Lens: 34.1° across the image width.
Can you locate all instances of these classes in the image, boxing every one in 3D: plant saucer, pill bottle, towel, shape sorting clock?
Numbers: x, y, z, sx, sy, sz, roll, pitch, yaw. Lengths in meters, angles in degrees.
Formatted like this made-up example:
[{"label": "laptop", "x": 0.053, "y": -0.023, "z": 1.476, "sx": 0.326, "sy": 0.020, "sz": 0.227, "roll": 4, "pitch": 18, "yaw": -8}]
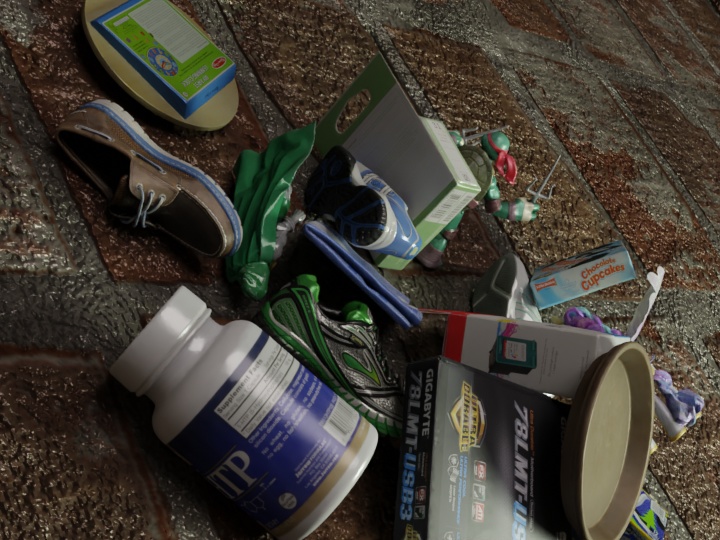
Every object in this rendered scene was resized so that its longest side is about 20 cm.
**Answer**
[{"label": "plant saucer", "x": 0.236, "y": 0.165, "z": 1.117, "sx": 0.200, "sy": 0.029, "sz": 0.202, "roll": -18, "pitch": 112, "yaw": -55}, {"label": "pill bottle", "x": -0.096, "y": 0.111, "z": 0.936, "sx": 0.200, "sy": 0.120, "sz": 0.120, "roll": 41, "pitch": 32, "yaw": -5}, {"label": "towel", "x": 0.000, "y": 0.000, "z": 1.170, "sx": 0.147, "sy": 0.024, "sz": 0.200, "roll": 42, "pitch": 1, "yaw": -2}, {"label": "shape sorting clock", "x": -0.213, "y": -0.230, "z": 1.260, "sx": 0.199, "sy": 0.039, "sz": 0.201, "roll": 31, "pitch": 34, "yaw": -23}]

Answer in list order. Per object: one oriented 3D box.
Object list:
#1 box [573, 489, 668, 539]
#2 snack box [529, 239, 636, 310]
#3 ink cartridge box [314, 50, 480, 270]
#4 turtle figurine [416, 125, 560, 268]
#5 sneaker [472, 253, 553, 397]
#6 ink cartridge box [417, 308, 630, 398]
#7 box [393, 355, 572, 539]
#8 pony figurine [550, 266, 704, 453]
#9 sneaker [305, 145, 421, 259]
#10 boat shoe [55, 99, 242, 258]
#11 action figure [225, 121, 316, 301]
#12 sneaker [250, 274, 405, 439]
[{"label": "box", "x": 0.222, "y": 0.220, "z": 1.217, "sx": 0.200, "sy": 0.070, "sz": 0.064, "roll": 43, "pitch": 33, "yaw": -3}, {"label": "snack box", "x": 0.265, "y": 0.003, "z": 1.406, "sx": 0.200, "sy": 0.116, "sz": 0.037, "roll": -25, "pitch": 96, "yaw": -79}, {"label": "ink cartridge box", "x": 0.034, "y": -0.123, "z": 1.320, "sx": 0.048, "sy": 0.146, "sz": 0.201, "roll": 6, "pitch": 48, "yaw": -44}, {"label": "turtle figurine", "x": 0.120, "y": -0.102, "z": 1.338, "sx": 0.100, "sy": 0.200, "sz": 0.150, "roll": 7, "pitch": 46, "yaw": -55}, {"label": "sneaker", "x": 0.179, "y": 0.070, "z": 1.350, "sx": 0.080, "sy": 0.070, "sz": 0.201, "roll": 30, "pitch": 42, "yaw": -31}, {"label": "ink cartridge box", "x": 0.161, "y": 0.084, "z": 1.201, "sx": 0.116, "sy": 0.199, "sz": 0.068, "roll": 8, "pitch": 90, "yaw": -61}, {"label": "box", "x": 0.117, "y": 0.199, "z": 1.066, "sx": 0.198, "sy": 0.050, "sz": 0.201, "roll": 22, "pitch": 64, "yaw": -37}, {"label": "pony figurine", "x": 0.305, "y": 0.108, "z": 1.357, "sx": 0.166, "sy": 0.193, "sz": 0.200, "roll": -36, "pitch": 78, "yaw": -16}, {"label": "sneaker", "x": 0.001, "y": -0.068, "z": 1.268, "sx": 0.077, "sy": 0.076, "sz": 0.200, "roll": 28, "pitch": 18, "yaw": -34}, {"label": "boat shoe", "x": -0.200, "y": -0.073, "z": 1.081, "sx": 0.200, "sy": 0.072, "sz": 0.072, "roll": 38, "pitch": 36, "yaw": 8}, {"label": "action figure", "x": -0.094, "y": -0.050, "z": 1.154, "sx": 0.055, "sy": 0.118, "sz": 0.201, "roll": 39, "pitch": 40, "yaw": -29}, {"label": "sneaker", "x": -0.002, "y": 0.083, "z": 1.073, "sx": 0.200, "sy": 0.085, "sz": 0.078, "roll": 38, "pitch": 5, "yaw": -13}]
